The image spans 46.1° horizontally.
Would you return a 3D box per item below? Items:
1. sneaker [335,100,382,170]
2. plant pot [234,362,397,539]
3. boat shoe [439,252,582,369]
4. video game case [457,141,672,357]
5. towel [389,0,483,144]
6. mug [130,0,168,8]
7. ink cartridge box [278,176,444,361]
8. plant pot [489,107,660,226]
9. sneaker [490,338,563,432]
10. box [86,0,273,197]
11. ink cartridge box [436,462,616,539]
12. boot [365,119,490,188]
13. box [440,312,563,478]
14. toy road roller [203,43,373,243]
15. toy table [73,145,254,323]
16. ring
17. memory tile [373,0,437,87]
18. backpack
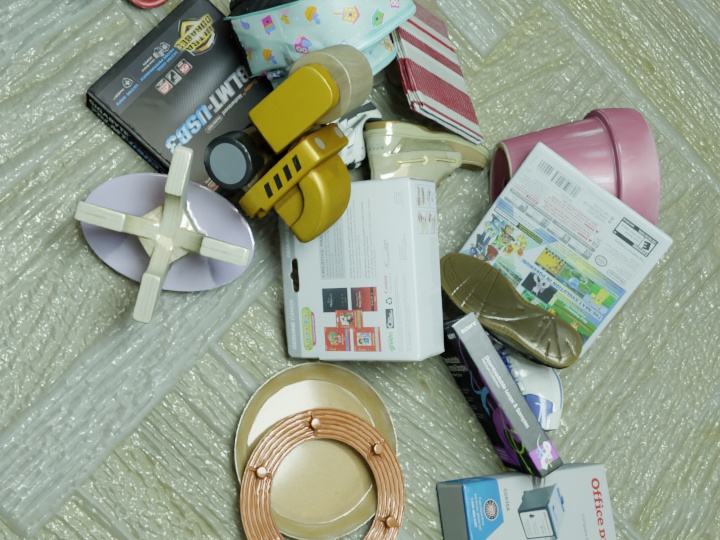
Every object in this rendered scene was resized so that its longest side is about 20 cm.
[{"bbox_3d":[-0.035,-0.143,1.061,0.087,0.075,0.202,31,71,-14],"label":"sneaker"},{"bbox_3d":[-0.052,0.210,0.992,0.197,0.027,0.203,5,76,-18],"label":"plant pot"},{"bbox_3d":[0.170,0.056,1.016,0.199,0.065,0.073,39,70,17],"label":"boat shoe"},{"bbox_3d":[0.242,-0.023,1.031,0.199,0.022,0.183,36,106,2],"label":"video game case"},{"bbox_3d":[0.089,-0.265,1.089,0.143,0.023,0.203,16,52,-47],"label":"towel"},{"bbox_3d":[-0.262,-0.433,1.008,0.199,0.178,0.134,-38,67,-4],"label":"mug"},{"bbox_3d":[0.000,0.000,0.991,0.084,0.173,0.204,-6,94,-63],"label":"ink cartridge box"},{"bbox_3d":[0.268,-0.108,1.108,0.176,0.200,0.203,-3,77,-3],"label":"plant pot"},{"bbox_3d":[0.187,0.109,1.081,0.113,0.081,0.203,5,68,-14],"label":"sneaker"},{"bbox_3d":[-0.194,-0.206,1.035,0.198,0.050,0.201,42,68,-4],"label":"box"},{"bbox_3d":[0.204,0.319,1.025,0.197,0.086,0.149,-4,78,-19],"label":"ink cartridge box"},{"bbox_3d":[0.085,-0.102,1.094,0.198,0.072,0.158,5,88,-40],"label":"boot"},{"bbox_3d":[0.156,0.148,1.018,0.036,0.143,0.202,-29,87,-10],"label":"box"},{"bbox_3d":[-0.051,-0.125,0.896,0.147,0.199,0.123,50,27,-4],"label":"toy road roller"},{"bbox_3d":[-0.214,-0.040,0.926,0.197,0.117,0.187,3,92,-7],"label":"toy table"},{"bbox_3d":[-0.038,0.257,0.961,0.197,0.019,0.204,4,76,-18],"label":"ring"},{"bbox_3d":[0.024,-0.321,1.158,0.197,0.017,0.156,-7,79,-20],"label":"memory tile"},{"bbox_3d":[-0.036,-0.292,0.990,0.176,0.198,0.155,-43,114,-37],"label":"backpack"}]
